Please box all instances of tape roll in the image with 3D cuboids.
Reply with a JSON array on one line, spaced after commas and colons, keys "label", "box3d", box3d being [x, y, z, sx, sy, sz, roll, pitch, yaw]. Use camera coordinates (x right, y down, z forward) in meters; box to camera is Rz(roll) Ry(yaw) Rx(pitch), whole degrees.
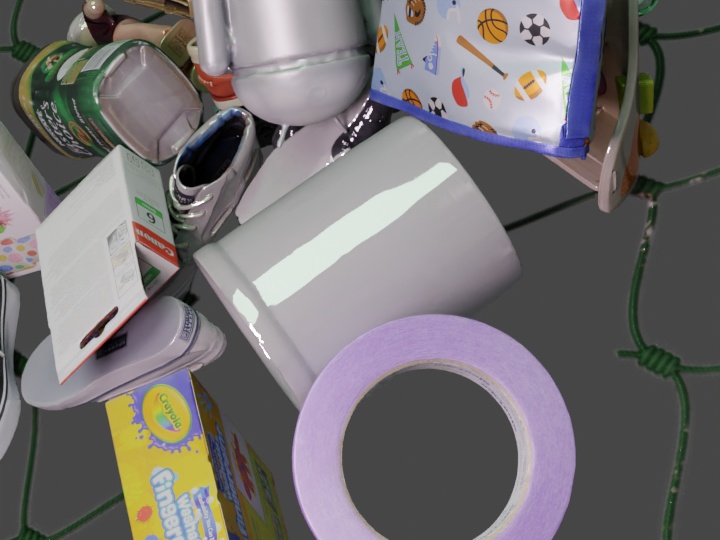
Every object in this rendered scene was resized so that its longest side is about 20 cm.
[{"label": "tape roll", "box3d": [0.051, 0.133, 1.507, 0.199, 0.066, 0.201, 0, 84, -3]}]

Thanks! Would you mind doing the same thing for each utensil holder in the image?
[{"label": "utensil holder", "box3d": [0.000, 0.000, 1.623, 0.200, 0.170, 0.170, -36, 51, -7]}]

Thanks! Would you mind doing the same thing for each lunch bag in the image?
[{"label": "lunch bag", "box3d": [0.112, -0.184, 1.570, 0.123, 0.171, 0.200, -6, 19, -32]}]

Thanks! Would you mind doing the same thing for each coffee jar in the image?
[{"label": "coffee jar", "box3d": [-0.223, -0.145, 1.820, 0.085, 0.104, 0.200, -51, 27, -17]}]

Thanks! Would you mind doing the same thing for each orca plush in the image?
[{"label": "orca plush", "box3d": [-0.015, -0.099, 1.758, 0.200, 0.071, 0.105, -56, 42, 6]}]

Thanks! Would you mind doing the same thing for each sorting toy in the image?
[{"label": "sorting toy", "box3d": [0.166, -0.179, 1.652, 0.107, 0.181, 0.200, -26, 47, -30]}]

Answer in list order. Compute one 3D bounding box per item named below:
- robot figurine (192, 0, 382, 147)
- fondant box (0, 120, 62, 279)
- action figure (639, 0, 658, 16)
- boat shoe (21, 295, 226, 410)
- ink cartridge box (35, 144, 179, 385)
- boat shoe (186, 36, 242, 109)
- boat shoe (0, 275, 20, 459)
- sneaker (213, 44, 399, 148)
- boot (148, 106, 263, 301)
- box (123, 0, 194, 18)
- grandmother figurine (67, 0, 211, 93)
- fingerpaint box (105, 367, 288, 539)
[{"label": "robot figurine", "box3d": [-0.055, -0.201, 1.673, 0.169, 0.201, 0.113, -13, 7, -25]}, {"label": "fondant box", "box3d": [-0.369, -0.043, 1.826, 0.199, 0.144, 0.058, -14, 51, 14]}, {"label": "action figure", "box3d": [0.234, -0.280, 1.789, 0.118, 0.055, 0.201, 13, 67, 27]}, {"label": "boat shoe", "box3d": [-0.193, 0.078, 1.717, 0.199, 0.065, 0.074, -15, 57, 40]}, {"label": "ink cartridge box", "box3d": [-0.198, 0.002, 1.679, 0.109, 0.050, 0.200, -43, 36, 20]}, {"label": "boat shoe", "box3d": [-0.047, -0.207, 1.763, 0.199, 0.063, 0.071, -28, 31, 0]}, {"label": "boat shoe", "box3d": [-0.325, 0.076, 1.764, 0.073, 0.068, 0.200, -22, 49, 29]}, {"label": "sneaker", "box3d": [-0.033, -0.176, 1.817, 0.199, 0.078, 0.087, -12, 50, 15]}, {"label": "boot", "box3d": [-0.151, -0.049, 1.756, 0.073, 0.096, 0.200, 29, 70, 12]}, {"label": "box", "box3d": [-0.121, -0.273, 1.878, 0.200, 0.021, 0.163, -27, 31, -33]}, {"label": "grandmother figurine", "box3d": [-0.203, -0.203, 1.887, 0.061, 0.121, 0.200, -52, 33, -15]}, {"label": "fingerpaint box", "box3d": [-0.105, 0.200, 1.529, 0.073, 0.167, 0.201, -23, 52, 7]}]
